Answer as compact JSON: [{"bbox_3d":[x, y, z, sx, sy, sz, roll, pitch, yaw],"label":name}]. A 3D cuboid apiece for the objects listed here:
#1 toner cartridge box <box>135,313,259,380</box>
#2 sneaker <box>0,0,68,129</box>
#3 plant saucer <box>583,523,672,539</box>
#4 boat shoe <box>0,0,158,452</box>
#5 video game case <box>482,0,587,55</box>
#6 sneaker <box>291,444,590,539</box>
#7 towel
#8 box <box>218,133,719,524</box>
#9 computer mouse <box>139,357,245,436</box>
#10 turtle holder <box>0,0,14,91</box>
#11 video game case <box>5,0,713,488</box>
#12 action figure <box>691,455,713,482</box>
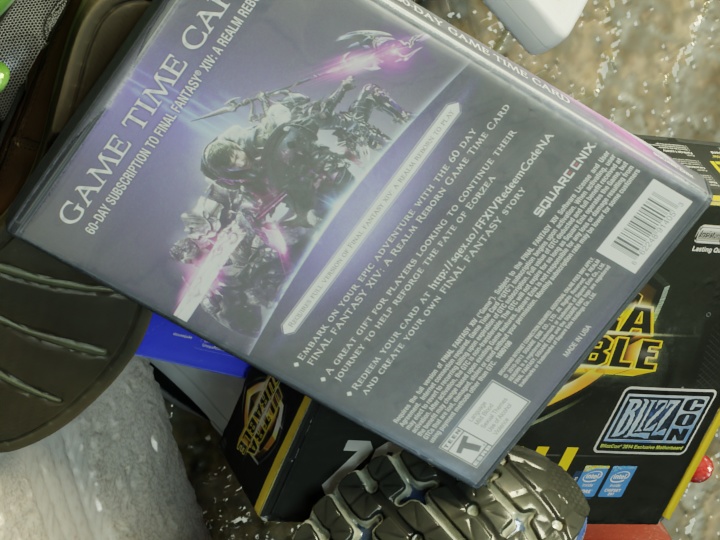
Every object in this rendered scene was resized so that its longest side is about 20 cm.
[{"bbox_3d":[0.000,0.000,1.121,0.200,0.043,0.095,15,116,-39],"label":"toner cartridge box"},{"bbox_3d":[-0.064,-0.102,1.078,0.200,0.114,0.076,-33,118,-17],"label":"sneaker"},{"bbox_3d":[0.096,0.216,1.236,0.199,0.037,0.200,-18,90,-39],"label":"plant saucer"},{"bbox_3d":[-0.100,-0.027,1.042,0.072,0.068,0.200,22,114,-18],"label":"boat shoe"},{"bbox_3d":[0.043,-0.201,1.069,0.182,0.022,0.200,47,42,-16],"label":"video game case"},{"bbox_3d":[0.000,0.135,1.100,0.200,0.079,0.089,-33,154,8],"label":"sneaker"},{"bbox_3d":[-0.099,0.134,1.124,0.132,0.034,0.200,-34,109,-50],"label":"towel"},{"bbox_3d":[0.062,0.023,1.114,0.200,0.049,0.160,4,126,-34],"label":"box"},{"bbox_3d":[-0.019,0.060,1.194,0.200,0.044,0.110,40,85,-32],"label":"computer mouse"},{"bbox_3d":[-0.172,-0.142,1.008,0.132,0.185,0.141,28,58,-33],"label":"turtle holder"},{"bbox_3d":[0.000,-0.022,1.002,0.200,0.019,0.143,30,114,-18],"label":"video game case"},{"bbox_3d":[0.087,0.025,1.242,0.200,0.052,0.066,30,93,-30],"label":"action figure"}]
